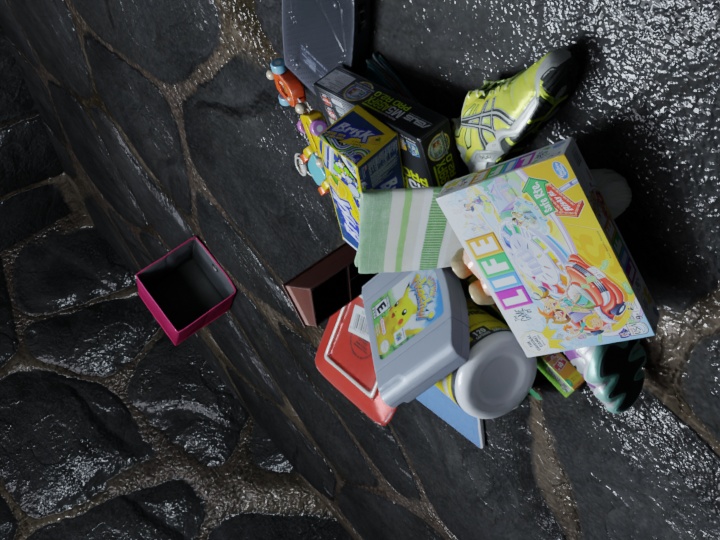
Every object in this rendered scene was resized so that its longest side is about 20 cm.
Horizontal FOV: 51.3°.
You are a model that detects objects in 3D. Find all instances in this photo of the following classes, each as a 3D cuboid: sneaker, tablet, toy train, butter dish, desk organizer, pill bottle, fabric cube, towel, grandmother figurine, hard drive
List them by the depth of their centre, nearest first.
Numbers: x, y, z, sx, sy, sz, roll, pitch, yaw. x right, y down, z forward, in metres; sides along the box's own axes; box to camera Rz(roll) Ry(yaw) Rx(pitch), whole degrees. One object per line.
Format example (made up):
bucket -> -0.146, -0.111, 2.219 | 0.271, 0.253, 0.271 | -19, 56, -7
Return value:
sneaker -> 0.137, -0.155, 0.727 | 0.076, 0.075, 0.200 | 52, 156, 5
grandmother figurine -> 0.179, -0.040, 0.751 | 0.121, 0.061, 0.200 | 50, 133, -6
towel -> 0.096, -0.048, 0.826 | 0.153, 0.200, 0.023 | 95, 168, -57
sneaker -> 0.233, 0.060, 0.845 | 0.140, 0.078, 0.200 | -1, 112, 65
hard drive -> -0.043, -0.296, 0.925 | 0.135, 0.042, 0.200 | 47, 156, 19
pill bottle -> 0.120, 0.093, 0.942 | 0.200, 0.112, 0.112 | 37, 153, 57
towel -> 0.038, -0.163, 0.968 | 0.147, 0.022, 0.200 | 52, 157, 14
desk organizer -> 0.000, 0.000, 1.045 | 0.077, 0.200, 0.072 | 6, 126, 58
toy train -> -0.069, -0.209, 1.091 | 0.150, 0.056, 0.200 | 51, 162, 40
butter dish -> 0.051, 0.114, 1.191 | 0.200, 0.148, 0.200 | 34, 109, 44
tablet -> 0.139, 0.218, 1.311 | 0.200, 0.014, 0.130 | 33, 148, 40
fabric cube -> -0.483, 0.061, 2.074 | 0.196, 0.200, 0.199 | 52, 159, 5

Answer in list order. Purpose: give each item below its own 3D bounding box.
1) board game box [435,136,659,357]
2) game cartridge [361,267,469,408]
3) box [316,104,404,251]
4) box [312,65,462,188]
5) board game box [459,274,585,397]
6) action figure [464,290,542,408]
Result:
board game box -> 0.177, -0.013, 0.707 | 0.134, 0.034, 0.200 | -17, 115, 39
game cartridge -> 0.066, 0.053, 0.912 | 0.040, 0.133, 0.200 | 36, -152, -34
box -> 0.009, -0.092, 0.878 | 0.070, 0.064, 0.200 | 41, 161, 28
box -> 0.038, -0.139, 0.890 | 0.200, 0.044, 0.160 | 37, 159, 40
board game box -> 0.199, 0.075, 0.944 | 0.200, 0.030, 0.096 | 45, 177, 17
action figure -> 0.168, 0.098, 1.045 | 0.200, 0.055, 0.118 | 60, 160, -2
